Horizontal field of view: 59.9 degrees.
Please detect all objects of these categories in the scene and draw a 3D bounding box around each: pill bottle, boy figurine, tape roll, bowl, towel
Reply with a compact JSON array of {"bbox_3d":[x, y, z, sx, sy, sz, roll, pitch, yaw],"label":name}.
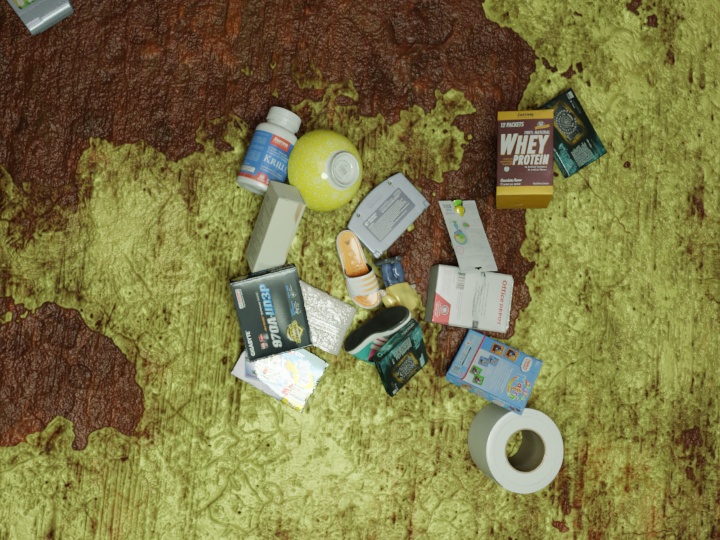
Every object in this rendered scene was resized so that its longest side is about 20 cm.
[{"bbox_3d":[-0.216,-0.286,1.510,0.111,0.112,0.202,20,84,-8],"label":"pill bottle"},{"bbox_3d":[0.098,0.065,1.563,0.124,0.064,0.202,-16,91,-43],"label":"boy figurine"},{"bbox_3d":[0.384,0.435,1.560,0.200,0.139,0.206,1,86,-10],"label":"tape roll"},{"bbox_3d":[-0.064,-0.239,1.498,0.198,0.107,0.203,-5,99,-35],"label":"bowl"},{"bbox_3d":[-0.119,0.111,1.545,0.198,0.034,0.134,25,84,-8],"label":"towel"}]

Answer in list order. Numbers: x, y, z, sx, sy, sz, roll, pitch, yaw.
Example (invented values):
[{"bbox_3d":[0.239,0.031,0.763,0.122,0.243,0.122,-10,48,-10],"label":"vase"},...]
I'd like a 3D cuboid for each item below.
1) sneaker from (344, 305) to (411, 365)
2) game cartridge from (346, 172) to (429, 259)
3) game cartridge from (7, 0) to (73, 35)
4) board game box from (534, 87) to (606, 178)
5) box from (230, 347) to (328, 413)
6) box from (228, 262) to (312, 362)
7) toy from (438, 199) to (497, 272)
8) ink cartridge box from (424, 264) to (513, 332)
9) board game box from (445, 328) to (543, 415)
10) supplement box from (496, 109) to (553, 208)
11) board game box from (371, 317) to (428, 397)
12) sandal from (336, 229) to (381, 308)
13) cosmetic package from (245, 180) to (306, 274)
[{"bbox_3d":[0.070,0.171,1.519,0.199,0.084,0.120,-33,126,29],"label":"sneaker"},{"bbox_3d":[0.065,-0.146,1.590,0.133,0.042,0.200,45,81,0],"label":"game cartridge"},{"bbox_3d":[-0.779,-0.674,1.475,0.133,0.040,0.201,-37,94,-13],"label":"game cartridge"},{"bbox_3d":[0.557,-0.368,1.679,0.134,0.028,0.201,-31,94,-9],"label":"board game box"},{"bbox_3d":[-0.195,0.237,1.523,0.199,0.038,0.138,31,82,-7],"label":"box"},{"bbox_3d":[-0.207,0.098,1.456,0.157,0.046,0.202,-13,108,-11],"label":"box"},{"bbox_3d":[0.266,-0.082,1.595,0.114,0.047,0.202,-3,70,-26],"label":"toy"},{"bbox_3d":[0.274,0.072,1.588,0.197,0.083,0.149,9,86,-9],"label":"ink cartridge box"},{"bbox_3d":[0.331,0.247,1.544,0.198,0.037,0.152,23,54,18],"label":"board game box"},{"bbox_3d":[0.405,-0.270,1.555,0.131,0.197,0.203,1,86,13],"label":"supplement box"},{"bbox_3d":[0.100,0.212,1.501,0.135,0.201,0.028,-41,57,-16],"label":"board game box"},{"bbox_3d":[-0.008,0.003,1.545,0.078,0.059,0.209,-23,101,-7],"label":"sandal"},{"bbox_3d":[-0.200,-0.094,1.460,0.070,0.105,0.202,11,118,-27],"label":"cosmetic package"}]
